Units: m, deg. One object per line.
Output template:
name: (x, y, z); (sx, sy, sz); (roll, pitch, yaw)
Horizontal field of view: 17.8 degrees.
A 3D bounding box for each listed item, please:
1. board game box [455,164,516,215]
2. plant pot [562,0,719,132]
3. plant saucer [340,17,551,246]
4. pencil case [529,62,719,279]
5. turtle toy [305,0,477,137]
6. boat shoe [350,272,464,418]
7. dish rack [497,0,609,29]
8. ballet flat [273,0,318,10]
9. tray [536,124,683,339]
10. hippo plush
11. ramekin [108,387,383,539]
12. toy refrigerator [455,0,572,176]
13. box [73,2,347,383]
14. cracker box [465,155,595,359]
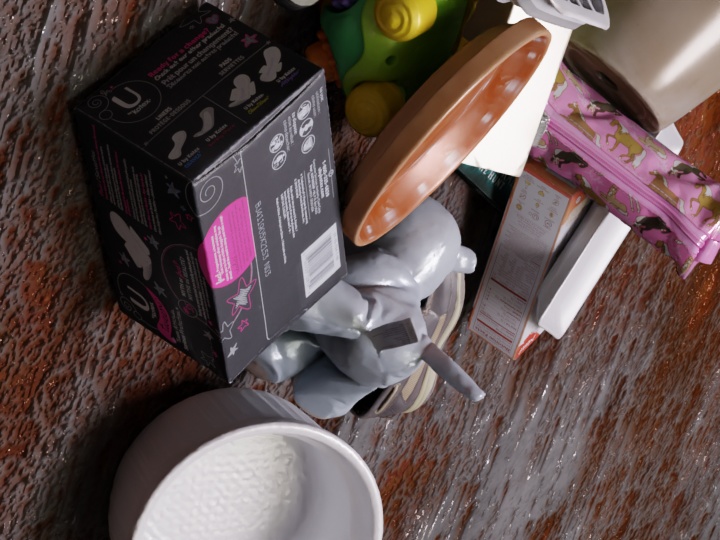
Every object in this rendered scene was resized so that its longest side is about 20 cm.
board game box: (0.119, -0.133, 1.873); (0.136, 0.028, 0.200); (-57, 151, -2)
plant pot: (0.247, -0.213, 1.830); (0.174, 0.200, 0.200); (-49, 149, -8)
plant saucer: (0.055, -0.100, 1.603); (0.200, 0.032, 0.200); (-45, 171, -9)
pencil case: (0.206, -0.081, 1.821); (0.087, 0.199, 0.083); (-51, 177, -34)
turtle toy: (0.026, -0.195, 1.593); (0.146, 0.101, 0.201); (-35, 148, -53)
boat shoe: (0.031, 0.043, 1.857); (0.073, 0.074, 0.201); (-29, 138, -41)
dish rack: (0.103, -0.256, 1.593); (0.043, 0.202, 0.171); (-23, 173, 20)
ballet flat: (-0.025, -0.271, 1.522); (0.066, 0.057, 0.202); (13, 103, -30)
tray: (0.203, -0.037, 1.921); (0.201, 0.022, 0.107); (-58, 162, 0)
hippo plush: (0.000, 0.000, 1.707); (0.159, 0.199, 0.162); (43, 55, -27)
ramekin: (-0.092, 0.186, 1.709); (0.199, 0.098, 0.202); (-9, 114, -20)
toy refrigerator: (0.113, -0.180, 1.735); (0.070, 0.076, 0.202); (11, 103, -35)
box: (-0.096, -0.052, 1.536); (0.132, 0.114, 0.201); (-43, 148, -28)
cracker box: (0.168, -0.036, 1.960); (0.134, 0.057, 0.201); (-42, 158, -40)
